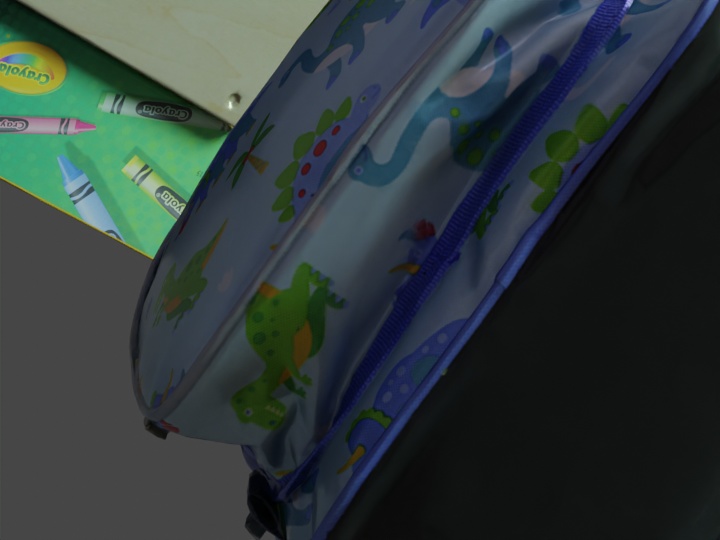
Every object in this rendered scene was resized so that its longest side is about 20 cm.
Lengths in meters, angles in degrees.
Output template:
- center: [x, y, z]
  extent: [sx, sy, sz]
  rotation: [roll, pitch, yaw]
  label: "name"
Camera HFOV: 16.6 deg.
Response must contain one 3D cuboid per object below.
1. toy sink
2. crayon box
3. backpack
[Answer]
- center: [-0.091, -0.154, 0.900]
  extent: [0.130, 0.112, 0.200]
  rotation: [29, 14, -42]
  label: "toy sink"
- center: [-0.099, -0.059, 0.924]
  extent: [0.200, 0.058, 0.119]
  rotation: [30, 8, -41]
  label: "crayon box"
- center: [0.035, -0.002, 0.613]
  extent: [0.147, 0.183, 0.200]
  rotation: [35, 0, -8]
  label: "backpack"
